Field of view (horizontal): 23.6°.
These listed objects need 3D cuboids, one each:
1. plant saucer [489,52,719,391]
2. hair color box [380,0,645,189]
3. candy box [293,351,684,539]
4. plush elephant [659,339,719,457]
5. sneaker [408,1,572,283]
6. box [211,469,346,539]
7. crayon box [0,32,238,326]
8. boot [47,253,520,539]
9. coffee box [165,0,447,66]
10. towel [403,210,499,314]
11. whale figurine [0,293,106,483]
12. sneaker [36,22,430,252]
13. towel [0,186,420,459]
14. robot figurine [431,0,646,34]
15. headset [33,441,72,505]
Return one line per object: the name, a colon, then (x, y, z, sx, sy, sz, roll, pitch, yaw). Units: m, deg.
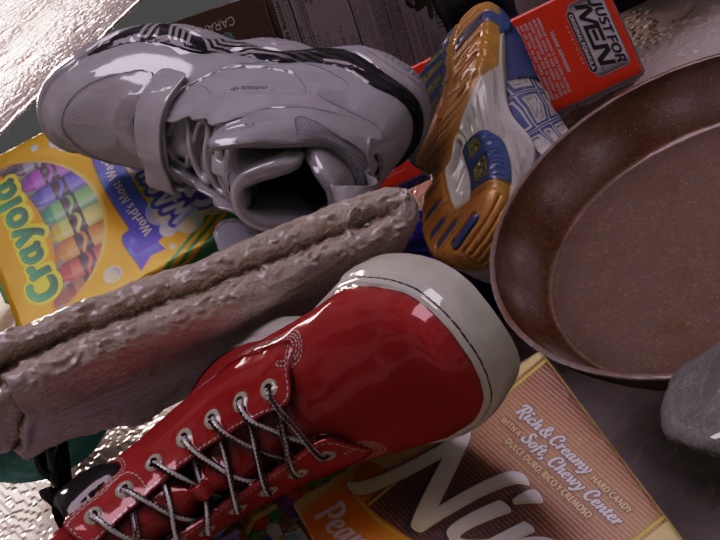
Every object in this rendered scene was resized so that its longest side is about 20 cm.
plant saucer: (0.151, -0.019, 0.710, 0.199, 0.035, 0.201, -19, 35, 14)
hair color box: (0.057, -0.093, 0.984, 0.199, 0.062, 0.102, -24, 0, 6)
candy box: (0.069, 0.133, 0.616, 0.115, 0.055, 0.200, -30, 44, -4)
plush elephant: (0.189, 0.050, 0.540, 0.164, 0.200, 0.155, -31, 32, 17)
sneaker: (0.076, -0.054, 0.858, 0.075, 0.088, 0.201, -49, 26, 34)
box: (-0.029, 0.133, 0.721, 0.200, 0.039, 0.137, -37, 60, -8)
crayon box: (-0.126, -0.026, 0.906, 0.199, 0.052, 0.126, -29, 54, -2)
boot: (-0.038, 0.067, 0.622, 0.144, 0.073, 0.200, -38, 6, -30)
coffee box: (-0.034, -0.136, 1.086, 0.114, 0.080, 0.200, -13, 7, 37)
towel: (0.000, 0.000, 0.922, 0.199, 0.050, 0.148, -10, 20, 34)
whale figurine: (-0.159, 0.039, 0.978, 0.200, 0.104, 0.159, -40, 27, 2)
sneaker: (-0.073, -0.061, 0.812, 0.198, 0.076, 0.115, 4, 30, 13)
towel: (-0.071, 0.027, 0.752, 0.199, 0.035, 0.133, -22, -13, -16)
robot figurine: (0.131, -0.214, 1.058, 0.199, 0.125, 0.150, -26, 17, 8)
headset: (-0.050, 0.088, 0.820, 0.199, 0.094, 0.124, -17, 29, 4)
